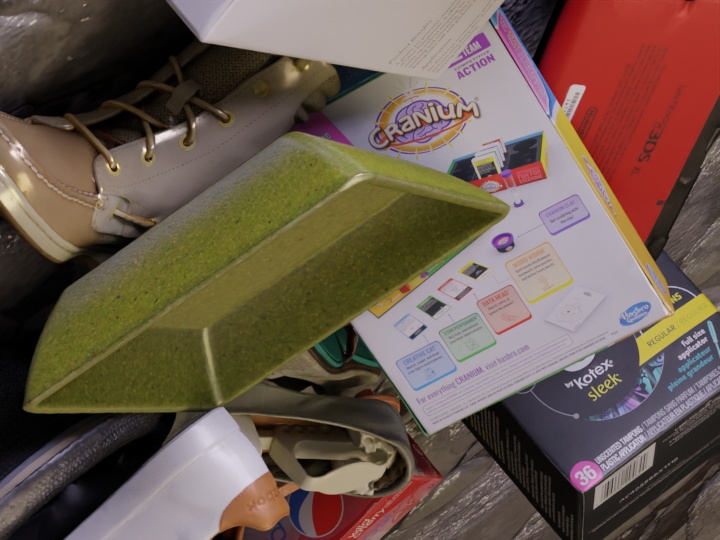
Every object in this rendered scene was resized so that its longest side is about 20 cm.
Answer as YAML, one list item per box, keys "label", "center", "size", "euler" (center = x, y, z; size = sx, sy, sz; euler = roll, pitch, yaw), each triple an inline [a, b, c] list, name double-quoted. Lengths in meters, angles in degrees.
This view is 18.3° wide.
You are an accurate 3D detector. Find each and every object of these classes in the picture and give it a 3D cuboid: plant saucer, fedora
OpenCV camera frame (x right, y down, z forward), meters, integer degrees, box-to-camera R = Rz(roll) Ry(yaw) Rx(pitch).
- label: "plant saucer"
  center: [-0.048, -0.002, 1.068]
  size: [0.199, 0.048, 0.200]
  euler: [-34, 165, 18]
- label: "fedora"
  center: [-0.188, 0.101, 1.161]
  size: [0.201, 0.092, 0.201]
  euler: [-43, 172, -8]

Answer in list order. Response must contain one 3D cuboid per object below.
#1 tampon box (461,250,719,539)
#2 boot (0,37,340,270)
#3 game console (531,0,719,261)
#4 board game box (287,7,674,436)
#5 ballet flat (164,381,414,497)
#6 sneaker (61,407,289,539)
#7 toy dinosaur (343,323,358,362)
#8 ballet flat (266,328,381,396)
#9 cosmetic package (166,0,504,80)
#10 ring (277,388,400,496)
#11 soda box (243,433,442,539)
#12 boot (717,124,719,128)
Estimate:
- label: "tampon box"
  center: [0.135, 0.051, 1.444]
  size: [0.150, 0.200, 0.126]
  euler: [-35, 157, -13]
- label: "boot"
  center: [-0.093, -0.071, 1.023]
  size: [0.155, 0.073, 0.200]
  euler: [-41, 160, 7]
- label: "game console"
  center: [0.153, -0.113, 1.222]
  size: [0.172, 0.119, 0.200]
  euler: [5, 132, -19]
- label: "board game box"
  center: [0.049, -0.027, 1.157]
  size: [0.153, 0.200, 0.040]
  euler: [-27, -155, 15]
- label: "ballet flat"
  center: [-0.055, 0.103, 1.336]
  size: [0.200, 0.064, 0.067]
  euler: [7, 128, -29]
- label: "sneaker"
  center: [-0.116, 0.162, 1.193]
  size: [0.200, 0.085, 0.073]
  euler: [-43, 175, 33]
- label: "toy dinosaur"
  center: [0.000, 0.000, 1.261]
  size: [0.200, 0.086, 0.136]
  euler: [-6, 131, -57]
- label: "ballet flat"
  center: [-0.038, 0.048, 1.353]
  size: [0.062, 0.068, 0.200]
  euler: [-29, 159, 11]
- label: "cosmetic package"
  center: [-0.006, -0.155, 0.985]
  size: [0.108, 0.085, 0.200]
  euler: [-48, 156, 20]
- label: "ring"
  center: [-0.065, 0.129, 1.477]
  size: [0.200, 0.019, 0.200]
  euler: [-26, 165, -8]
- label: "soda box"
  center: [-0.038, 0.193, 1.627]
  size: [0.200, 0.063, 0.070]
  euler: [-45, 157, 14]
- label: "boot"
  center: [0.236, -0.143, 1.409]
  size: [0.200, 0.066, 0.165]
  euler: [-17, 158, -37]
